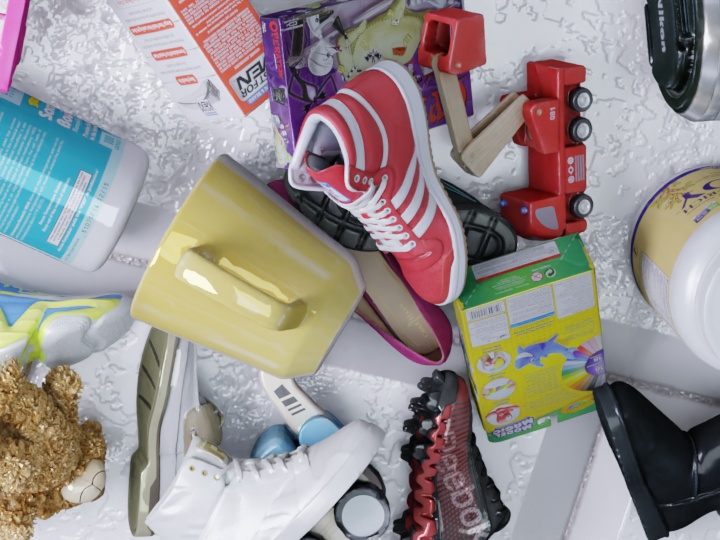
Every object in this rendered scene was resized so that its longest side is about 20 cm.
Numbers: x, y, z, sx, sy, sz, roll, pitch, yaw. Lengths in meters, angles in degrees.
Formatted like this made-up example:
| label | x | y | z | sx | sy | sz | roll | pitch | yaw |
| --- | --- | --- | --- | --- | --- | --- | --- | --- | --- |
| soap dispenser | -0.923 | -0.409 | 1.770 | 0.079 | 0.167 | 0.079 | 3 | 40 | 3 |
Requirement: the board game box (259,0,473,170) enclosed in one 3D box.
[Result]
| label | x | y | z | sx | sy | sz | roll | pitch | yaw |
| --- | --- | --- | --- | --- | --- | --- | --- | --- | --- |
| board game box | 0.009 | -0.160 | 1.529 | 0.200 | 0.032 | 0.120 | -21 | 116 | -40 |

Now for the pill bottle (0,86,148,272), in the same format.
| label | x | y | z | sx | sy | sz | roll | pitch | yaw |
| --- | --- | --- | --- | --- | --- | --- | --- | --- | --- |
| pill bottle | -0.276 | -0.085 | 1.526 | 0.200 | 0.111 | 0.111 | 25 | 101 | -14 |

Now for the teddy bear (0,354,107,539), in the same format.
| label | x | y | z | sx | sy | sz | roll | pitch | yaw |
| --- | --- | --- | --- | --- | --- | --- | --- | --- | --- |
| teddy bear | -0.259 | 0.145 | 1.556 | 0.067 | 0.145 | 0.200 | 6 | 142 | 21 |

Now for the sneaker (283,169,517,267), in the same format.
| label | x | y | z | sx | sy | sz | roll | pitch | yaw |
| --- | --- | --- | --- | --- | --- | --- | --- | --- | --- |
| sneaker | 0.030 | -0.049 | 1.595 | 0.200 | 0.079 | 0.076 | 22 | 106 | -9 |

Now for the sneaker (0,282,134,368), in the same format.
| label | x | y | z | sx | sy | sz | roll | pitch | yaw |
| --- | --- | --- | --- | --- | --- | --- | --- | --- | --- |
| sneaker | -0.285 | 0.031 | 1.576 | 0.200 | 0.105 | 0.076 | -17 | 154 | -31 |

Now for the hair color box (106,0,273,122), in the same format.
| label | x | y | z | sx | sy | sz | roll | pitch | yaw |
| --- | --- | --- | --- | --- | --- | --- | --- | --- | --- |
| hair color box | -0.145 | -0.214 | 1.501 | 0.064 | 0.111 | 0.200 | -39 | 109 | -21 |

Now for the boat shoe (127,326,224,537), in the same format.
| label | x | y | z | sx | sy | sz | roll | pitch | yaw |
| --- | --- | --- | --- | --- | --- | --- | --- | --- | --- |
| boat shoe | -0.151 | 0.128 | 1.627 | 0.068 | 0.075 | 0.200 | 3 | 109 | -18 |

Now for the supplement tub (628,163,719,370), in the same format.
| label | x | y | z | sx | sy | sz | roll | pitch | yaw |
| --- | --- | --- | --- | --- | --- | --- | --- | --- | --- |
| supplement tub | 0.310 | 0.002 | 1.580 | 0.145 | 0.200 | 0.146 | -2 | 106 | -7 |

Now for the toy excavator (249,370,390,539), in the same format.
| label | x | y | z | sx | sy | sz | roll | pitch | yaw |
| --- | --- | --- | --- | --- | --- | --- | --- | --- | --- |
| toy excavator | -0.050 | 0.139 | 1.634 | 0.194 | 0.100 | 0.200 | -42 | 98 | 4 |

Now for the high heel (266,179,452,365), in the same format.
| label | x | y | z | sx | sy | sz | roll | pitch | yaw |
| --- | --- | --- | --- | --- | --- | --- | --- | --- | --- |
| high heel | 0.000 | 0.000 | 1.593 | 0.200 | 0.096 | 0.067 | 37 | 98 | -16 |

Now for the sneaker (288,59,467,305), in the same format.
| label | x | y | z | sx | sy | sz | roll | pitch | yaw |
| --- | --- | --- | --- | --- | --- | --- | --- | --- | --- |
| sneaker | 0.012 | -0.049 | 1.487 | 0.112 | 0.071 | 0.200 | -32 | 113 | -40 |

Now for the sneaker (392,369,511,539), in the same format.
| label | x | y | z | sx | sy | sz | roll | pitch | yaw |
| --- | --- | --- | --- | --- | --- | --- | --- | --- | --- |
| sneaker | 0.084 | 0.179 | 1.669 | 0.098 | 0.071 | 0.201 | 2 | 107 | -8 |

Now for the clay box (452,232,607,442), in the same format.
| label | x | y | z | sx | sy | sz | roll | pitch | yaw |
| --- | --- | --- | --- | --- | --- | --- | --- | --- | --- |
| clay box | 0.143 | 0.062 | 1.621 | 0.115 | 0.048 | 0.200 | -17 | 141 | -3 |

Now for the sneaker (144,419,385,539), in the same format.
| label | x | y | z | sx | sy | sz | roll | pitch | yaw |
| --- | --- | --- | --- | --- | --- | --- | --- | --- | --- |
| sneaker | -0.084 | 0.166 | 1.561 | 0.200 | 0.074 | 0.116 | -43 | 93 | 7 |

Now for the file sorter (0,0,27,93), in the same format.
| label | x | y | z | sx | sy | sz | roll | pitch | yaw |
| --- | --- | --- | --- | --- | --- | --- | --- | --- | --- |
| file sorter | -0.303 | -0.255 | 1.460 | 0.125 | 0.139 | 0.200 | 12 | 104 | -9 |

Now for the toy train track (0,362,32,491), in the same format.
| label | x | y | z | sx | sy | sz | roll | pitch | yaw |
| --- | --- | --- | --- | --- | --- | --- | --- | --- | --- |
| toy train track | -0.318 | 0.158 | 1.628 | 0.114 | 0.033 | 0.200 | 23 | 96 | 13 |

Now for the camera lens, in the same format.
| label | x | y | z | sx | sy | sz | roll | pitch | yaw |
| --- | --- | --- | --- | --- | --- | --- | --- | --- | --- |
| camera lens | 0.336 | -0.202 | 1.547 | 0.199 | 0.160 | 0.160 | -4 | 106 | -6 |

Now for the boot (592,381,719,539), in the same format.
| label | x | y | z | sx | sy | sz | roll | pitch | yaw |
| --- | --- | --- | --- | --- | --- | --- | --- | --- | --- |
| boot | 0.299 | 0.144 | 1.667 | 0.162 | 0.073 | 0.198 | -22 | 128 | 5 |

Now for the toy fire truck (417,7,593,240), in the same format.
| label | x | y | z | sx | sy | sz | roll | pitch | yaw |
| --- | --- | --- | --- | --- | --- | --- | --- | --- | --- |
| toy fire truck | 0.119 | -0.116 | 1.574 | 0.141 | 0.049 | 0.201 | -12 | 109 | -29 |

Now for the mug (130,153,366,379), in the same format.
| label | x | y | z | sx | sy | sz | roll | pitch | yaw |
| --- | --- | --- | --- | --- | --- | --- | --- | --- | --- |
| mug | -0.087 | 0.019 | 1.525 | 0.153 | 0.187 | 0.150 | 31 | 128 | 1 |
